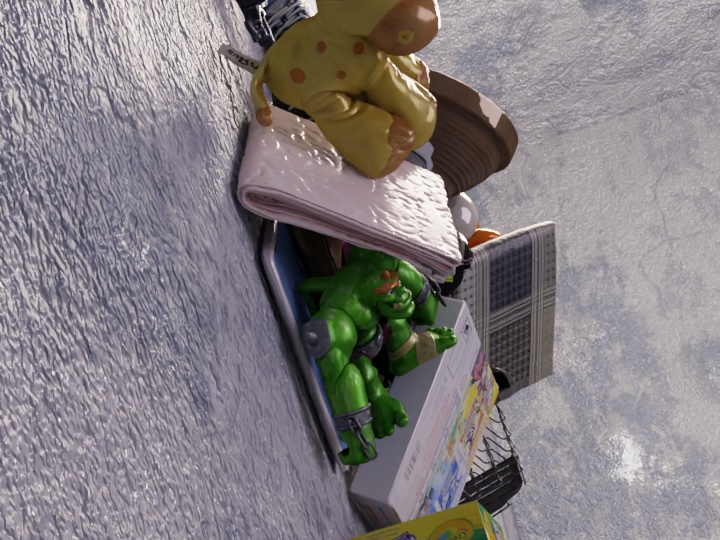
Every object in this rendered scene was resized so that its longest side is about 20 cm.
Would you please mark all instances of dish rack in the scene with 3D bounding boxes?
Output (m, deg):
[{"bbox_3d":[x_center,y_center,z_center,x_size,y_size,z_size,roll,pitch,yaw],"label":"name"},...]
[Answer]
[{"bbox_3d":[0.106,0.205,1.427,0.055,0.152,0.202,45,-21,60],"label":"dish rack"}]

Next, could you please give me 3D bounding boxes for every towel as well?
[{"bbox_3d":[-0.011,-0.068,1.119,0.201,0.189,0.033,-92,-154,-66],"label":"towel"},{"bbox_3d":[0.157,0.057,1.512,0.191,0.034,0.203,-21,117,-43],"label":"towel"}]

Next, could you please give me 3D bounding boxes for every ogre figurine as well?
[{"bbox_3d":[0.008,0.052,1.092,0.200,0.097,0.121,-48,121,-28],"label":"ogre figurine"}]

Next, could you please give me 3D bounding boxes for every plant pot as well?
[{"bbox_3d":[0.069,-0.140,1.483,0.094,0.198,0.201,-65,159,-15],"label":"plant pot"}]

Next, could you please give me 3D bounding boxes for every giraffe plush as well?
[{"bbox_3d":[0.001,-0.204,1.112,0.163,0.198,0.174,-54,-152,39],"label":"giraffe plush"}]

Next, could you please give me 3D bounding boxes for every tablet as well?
[{"bbox_3d":[-0.044,0.056,1.116,0.130,0.013,0.202,-90,163,-69],"label":"tablet"}]

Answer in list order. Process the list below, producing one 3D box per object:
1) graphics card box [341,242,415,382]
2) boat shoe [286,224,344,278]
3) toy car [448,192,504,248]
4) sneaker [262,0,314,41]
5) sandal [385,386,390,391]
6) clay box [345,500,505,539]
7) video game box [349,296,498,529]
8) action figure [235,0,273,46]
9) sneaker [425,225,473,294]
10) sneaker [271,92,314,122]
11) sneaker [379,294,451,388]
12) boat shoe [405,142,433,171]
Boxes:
[{"bbox_3d":[0.000,0.000,1.299,0.125,0.051,0.202,42,26,-34],"label":"graphics card box"},{"bbox_3d":[-0.034,-0.069,1.216,0.202,0.073,0.076,-103,174,-45],"label":"boat shoe"},{"bbox_3d":[0.098,0.019,1.561,0.149,0.200,0.176,35,-25,31],"label":"toy car"},{"bbox_3d":[-0.076,-0.252,1.429,0.086,0.076,0.201,58,6,-26],"label":"sneaker"},{"bbox_3d":[0.027,0.102,1.343,0.212,0.069,0.079,21,52,-82],"label":"sandal"},{"bbox_3d":[0.058,0.234,1.090,0.200,0.113,0.048,57,16,-68],"label":"clay box"},{"bbox_3d":[0.065,0.153,1.231,0.202,0.046,0.183,-66,152,-24],"label":"video game box"},{"bbox_3d":[-0.097,-0.312,1.229,0.194,0.103,0.202,-62,133,-67],"label":"action figure"},{"bbox_3d":[0.066,-0.018,1.296,0.088,0.074,0.200,52,14,6],"label":"sneaker"},{"bbox_3d":[-0.036,-0.150,1.373,0.200,0.073,0.080,51,21,-48],"label":"sneaker"},{"bbox_3d":[0.050,0.077,1.442,0.098,0.070,0.203,34,-51,53],"label":"sneaker"},{"bbox_3d":[0.021,-0.094,1.293,0.087,0.074,0.202,-62,172,-4],"label":"boat shoe"}]
